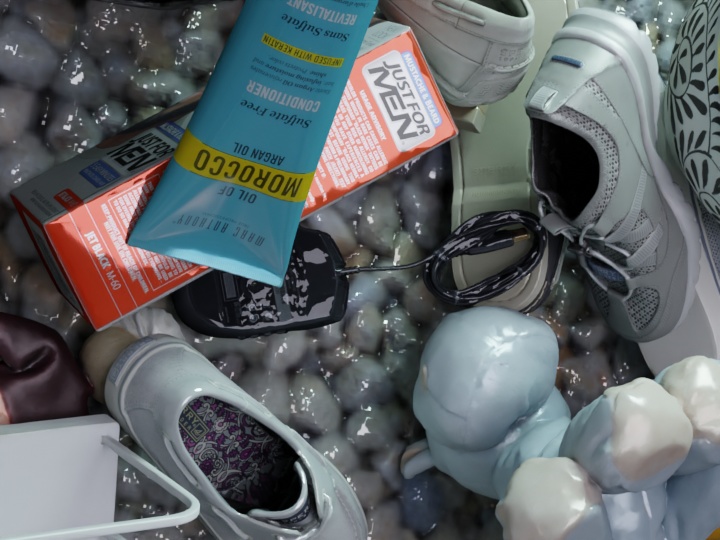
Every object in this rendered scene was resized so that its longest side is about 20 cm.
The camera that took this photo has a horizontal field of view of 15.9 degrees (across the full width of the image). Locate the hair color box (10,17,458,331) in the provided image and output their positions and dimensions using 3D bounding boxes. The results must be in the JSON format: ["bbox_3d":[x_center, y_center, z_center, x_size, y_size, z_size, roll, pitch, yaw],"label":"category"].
[{"bbox_3d":[-0.064,-0.052,1.261,0.199,0.111,0.064,-28,106,-11],"label":"hair color box"}]

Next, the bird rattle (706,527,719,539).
[{"bbox_3d":[0.215,0.125,1.434,0.162,0.113,0.201,29,74,-7],"label":"bird rattle"}]

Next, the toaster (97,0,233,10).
[{"bbox_3d":[-0.111,-0.193,1.222,0.199,0.181,0.119,6,89,-27],"label":"toaster"}]

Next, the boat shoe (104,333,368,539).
[{"bbox_3d":[-0.048,0.104,1.288,0.072,0.068,0.200,-43,130,-10],"label":"boat shoe"}]

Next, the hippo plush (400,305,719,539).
[{"bbox_3d":[0.113,0.087,1.342,0.159,0.161,0.200,-35,143,-10],"label":"hippo plush"}]

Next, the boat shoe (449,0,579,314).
[{"bbox_3d":[0.087,-0.072,1.401,0.063,0.072,0.201,27,67,-67],"label":"boat shoe"}]

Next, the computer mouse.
[{"bbox_3d":[0.000,0.000,1.338,0.199,0.034,0.059,-7,81,-10],"label":"computer mouse"}]

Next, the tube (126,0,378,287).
[{"bbox_3d":[-0.036,-0.087,1.169,0.077,0.050,0.201,18,114,-13],"label":"tube"}]

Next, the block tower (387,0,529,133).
[{"bbox_3d":[0.068,-0.178,1.370,0.201,0.054,0.058,-70,157,-9],"label":"block tower"}]

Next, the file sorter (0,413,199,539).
[{"bbox_3d":[-0.157,0.186,1.198,0.138,0.124,0.201,-5,107,-33],"label":"file sorter"}]

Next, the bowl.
[{"bbox_3d":[0.224,-0.086,1.373,0.200,0.094,0.202,6,80,-40],"label":"bowl"}]

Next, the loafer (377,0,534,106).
[{"bbox_3d":[0.018,-0.171,1.305,0.070,0.070,0.200,-29,67,-38],"label":"loafer"}]

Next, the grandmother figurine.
[{"bbox_3d":[-0.174,0.073,1.260,0.199,0.061,0.122,-25,122,-22],"label":"grandmother figurine"}]

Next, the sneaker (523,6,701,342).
[{"bbox_3d":[0.118,-0.036,1.332,0.082,0.074,0.201,-45,132,-31],"label":"sneaker"}]

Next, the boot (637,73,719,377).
[{"bbox_3d":[0.179,-0.035,1.438,0.090,0.073,0.201,-19,95,-47],"label":"boot"}]
